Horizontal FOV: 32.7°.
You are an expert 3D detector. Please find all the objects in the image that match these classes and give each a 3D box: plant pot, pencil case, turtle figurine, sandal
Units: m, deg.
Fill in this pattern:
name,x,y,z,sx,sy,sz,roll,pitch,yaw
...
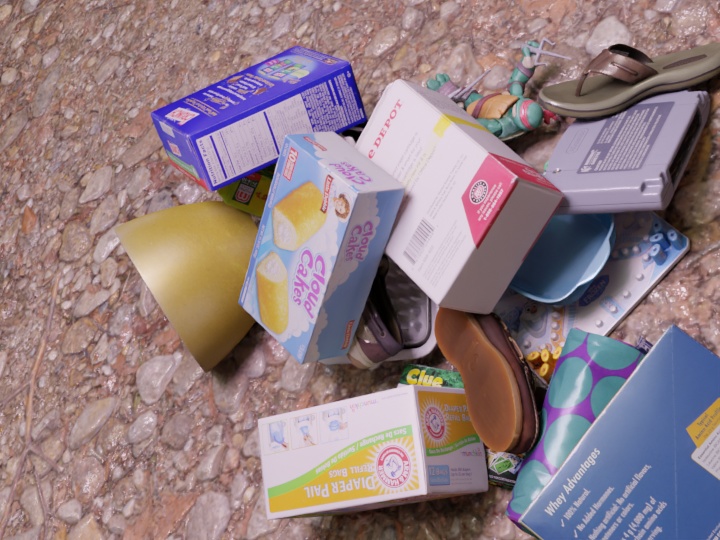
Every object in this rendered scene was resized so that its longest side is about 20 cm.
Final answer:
name,x,y,z,sx,sy,sz,roll,pitch,yaw
plant pot,-0.176,-0.002,1.448,0.142,0.200,0.200,-33,47,-7
pencil case,0.204,0.154,1.125,0.201,0.092,0.085,-67,10,-13
turtle figurine,0.139,-0.183,1.362,0.149,0.101,0.199,-33,21,-33
sandal,0.278,-0.209,1.267,0.200,0.058,0.080,-17,28,4

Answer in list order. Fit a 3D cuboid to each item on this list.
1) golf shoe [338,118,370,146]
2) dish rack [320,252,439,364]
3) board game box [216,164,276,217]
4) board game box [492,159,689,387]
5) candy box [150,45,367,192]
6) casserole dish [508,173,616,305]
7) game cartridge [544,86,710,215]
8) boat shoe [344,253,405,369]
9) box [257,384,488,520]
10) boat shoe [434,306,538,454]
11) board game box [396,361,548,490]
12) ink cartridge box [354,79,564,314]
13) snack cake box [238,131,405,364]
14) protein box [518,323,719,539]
name,x,y,z,sx,sy,sz,roll,pitch,yaw
golf shoe,-0.007,-0.144,1.399,0.199,0.092,0.073,2,65,38
dish rack,0.019,0.001,1.348,0.171,0.043,0.201,-6,79,31
board game box,-0.133,-0.116,1.485,0.048,0.101,0.200,-64,27,12
board game box,0.203,-0.011,1.265,0.200,0.026,0.200,-47,46,5
candy box,-0.117,-0.173,1.376,0.199,0.077,0.169,-26,24,-14
casserole dish,0.178,-0.032,1.253,0.200,0.039,0.121,30,84,43
game cartridge,0.260,-0.119,1.221,0.133,0.042,0.200,-5,32,34
boat shoe,0.000,0.000,1.287,0.064,0.072,0.201,-19,77,24
box,0.010,0.181,1.207,0.199,0.112,0.102,-16,74,35
boat shoe,0.133,0.098,1.171,0.071,0.070,0.200,-60,30,29
board game box,0.111,0.156,1.235,0.199,0.023,0.105,8,70,39
ink cartridge box,0.081,-0.075,1.208,0.200,0.083,0.146,47,116,39
snack cake box,-0.042,-0.023,1.220,0.115,0.067,0.201,41,125,36
protein box,0.269,0.187,0.975,0.200,0.135,0.199,38,89,19
